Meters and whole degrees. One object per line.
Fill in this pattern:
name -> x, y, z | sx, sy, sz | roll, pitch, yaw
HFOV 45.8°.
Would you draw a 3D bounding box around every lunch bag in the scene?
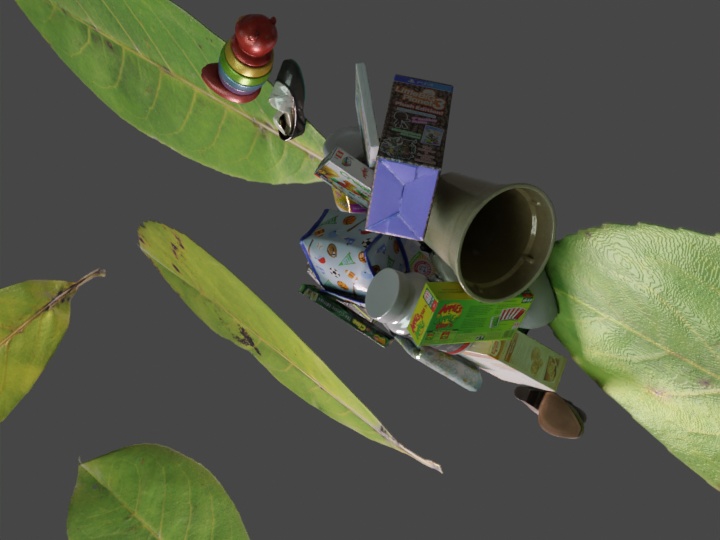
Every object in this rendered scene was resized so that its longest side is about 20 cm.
lunch bag -> 0.000, 0.000, 1.617 | 0.169, 0.124, 0.201 | 14, 141, 37

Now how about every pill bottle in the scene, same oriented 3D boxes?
pill bottle -> -0.007, -0.177, 1.670 | 0.104, 0.104, 0.200 | 33, 154, 32
pill bottle -> 0.114, 0.071, 1.533 | 0.199, 0.116, 0.116 | 23, 172, -32

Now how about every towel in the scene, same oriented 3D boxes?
towel -> 0.140, 0.158, 1.716 | 0.171, 0.048, 0.200 | 28, -172, -29

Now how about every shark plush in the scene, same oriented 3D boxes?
shark plush -> 0.160, 0.006, 1.526 | 0.200, 0.091, 0.083 | 34, -176, 16

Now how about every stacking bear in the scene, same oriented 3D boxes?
stacking bear -> -0.219, -0.422, 1.657 | 0.114, 0.121, 0.200 | 49, 150, 1

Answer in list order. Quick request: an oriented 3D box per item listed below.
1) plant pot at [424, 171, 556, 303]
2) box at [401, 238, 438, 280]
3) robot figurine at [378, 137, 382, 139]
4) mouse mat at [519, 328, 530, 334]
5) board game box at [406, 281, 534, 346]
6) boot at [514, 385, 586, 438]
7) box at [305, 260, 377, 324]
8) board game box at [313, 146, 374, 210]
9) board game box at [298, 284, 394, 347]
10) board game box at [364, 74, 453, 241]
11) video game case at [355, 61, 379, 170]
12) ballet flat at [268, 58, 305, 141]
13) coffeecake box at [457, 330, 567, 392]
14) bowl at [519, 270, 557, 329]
plant pot -> 0.188, -0.074, 1.410 | 0.183, 0.200, 0.201 | 37, 158, 52
box -> 0.062, -0.014, 1.798 | 0.200, 0.112, 0.101 | 44, 160, 13
robot figurine -> 0.093, -0.166, 1.569 | 0.145, 0.058, 0.201 | 27, 151, 40
mouse mat -> 0.271, 0.082, 1.719 | 0.161, 0.008, 0.200 | 41, 155, 16
board game box -> 0.187, 0.070, 1.439 | 0.048, 0.199, 0.102 | 58, 138, 43
boot -> 0.398, 0.281, 1.677 | 0.146, 0.070, 0.200 | 23, -171, -39
box -> -0.029, 0.022, 1.818 | 0.200, 0.047, 0.193 | 45, 156, 9
board game box -> 0.018, -0.143, 1.536 | 0.199, 0.035, 0.126 | 33, 168, -10
board game box -> -0.025, 0.088, 1.676 | 0.199, 0.024, 0.105 | 33, -176, 9
board game box -> 0.076, -0.177, 1.339 | 0.096, 0.201, 0.160 | 11, 140, 1
video game case -> 0.011, -0.253, 1.458 | 0.200, 0.018, 0.144 | 93, 168, -83
ballet flat -> -0.146, -0.331, 1.714 | 0.068, 0.068, 0.200 | 37, 155, 24
coffeecake box -> 0.270, 0.156, 1.640 | 0.199, 0.073, 0.153 | 29, 168, -32
bowl -> 0.251, 0.024, 1.566 | 0.200, 0.075, 0.200 | 14, 139, 49
